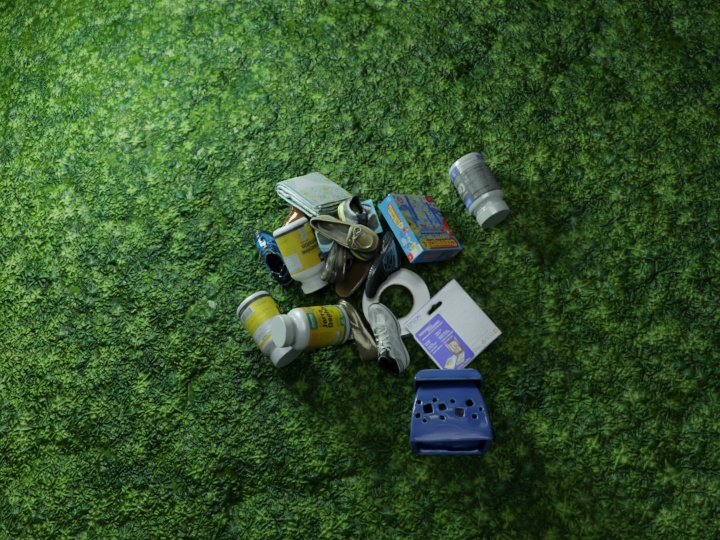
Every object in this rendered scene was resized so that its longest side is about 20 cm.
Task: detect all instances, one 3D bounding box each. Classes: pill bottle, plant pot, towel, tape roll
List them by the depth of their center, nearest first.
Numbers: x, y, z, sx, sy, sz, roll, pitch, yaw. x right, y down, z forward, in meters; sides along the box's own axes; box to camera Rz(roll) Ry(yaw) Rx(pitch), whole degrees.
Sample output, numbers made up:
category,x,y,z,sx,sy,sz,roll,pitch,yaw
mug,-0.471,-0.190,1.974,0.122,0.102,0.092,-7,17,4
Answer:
category,x,y,z,sx,sy,sz,roll,pitch,yaw
plant pot,0.222,0.356,1.366,0.196,0.201,0.183,-3,63,7
pill bottle,-0.136,0.155,1.466,0.197,0.113,0.114,-2,64,-37
pill bottle,-0.256,0.169,1.541,0.114,0.115,0.201,-37,70,-6
tape roll,0.103,0.094,1.555,0.199,0.037,0.207,-2,71,7
pill bottle,-0.167,-0.041,1.572,0.110,0.112,0.203,-24,99,-1
pill bottle,0.351,-0.233,1.592,0.112,0.114,0.202,-24,69,-1
towel,-0.136,-0.229,1.641,0.170,0.049,0.199,-21,47,-41

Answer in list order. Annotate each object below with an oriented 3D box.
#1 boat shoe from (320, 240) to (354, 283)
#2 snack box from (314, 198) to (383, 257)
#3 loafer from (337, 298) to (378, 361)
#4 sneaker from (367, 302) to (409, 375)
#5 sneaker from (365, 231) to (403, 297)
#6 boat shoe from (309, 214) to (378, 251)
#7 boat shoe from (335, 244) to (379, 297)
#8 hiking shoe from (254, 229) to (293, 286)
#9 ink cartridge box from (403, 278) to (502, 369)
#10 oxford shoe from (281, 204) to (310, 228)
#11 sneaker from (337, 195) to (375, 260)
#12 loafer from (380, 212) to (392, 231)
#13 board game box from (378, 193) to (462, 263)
category,x,y,z,sx,sy,sz,roll,pitch,yaw
boat shoe,-0.060,-0.028,1.541,0.072,0.075,0.202,25,40,-8
snack box,-0.040,-0.130,1.653,0.197,0.037,0.118,-20,69,1
loafer,-0.017,0.169,1.525,0.067,0.076,0.201,-32,69,-10
sneaker,0.070,0.186,1.452,0.075,0.115,0.203,-26,91,17
sneaker,0.073,-0.010,1.539,0.081,0.073,0.203,24,81,1
boat shoe,-0.046,-0.103,1.494,0.198,0.063,0.074,26,104,20
boat shoe,0.000,0.000,1.585,0.071,0.065,0.201,28,74,24
hiking shoe,-0.264,-0.051,1.633,0.074,0.087,0.201,-34,70,-5
ink cartridge box,0.253,0.161,1.494,0.197,0.043,0.201,-40,80,-6
oxford shoe,-0.191,-0.135,1.649,0.070,0.071,0.204,-2,68,40
sneaker,-0.006,-0.123,1.541,0.073,0.081,0.203,-14,72,-30
loafer,0.143,-0.117,1.603,0.071,0.073,0.201,-35,74,-16
board game box,0.173,-0.122,1.541,0.056,0.198,0.198,-44,65,36
